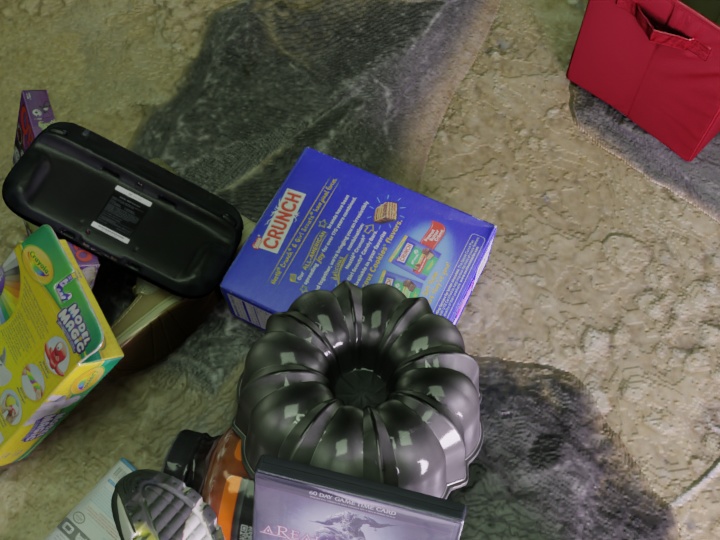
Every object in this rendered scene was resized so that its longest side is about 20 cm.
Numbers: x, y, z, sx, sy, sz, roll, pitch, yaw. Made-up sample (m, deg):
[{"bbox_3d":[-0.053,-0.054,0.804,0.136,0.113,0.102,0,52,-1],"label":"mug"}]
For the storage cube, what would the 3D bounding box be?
[{"bbox_3d":[0.338,-0.255,0.876,0.171,0.180,0.200,40,71,18],"label":"storage cube"}]

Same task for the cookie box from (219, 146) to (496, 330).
[{"bbox_3d":[0.000,0.000,0.805,0.199,0.075,0.172,25,66,11],"label":"cookie box"}]

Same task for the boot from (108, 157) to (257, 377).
[{"bbox_3d":[-0.207,-0.009,0.812,0.154,0.072,0.200,35,62,15],"label":"boot"}]

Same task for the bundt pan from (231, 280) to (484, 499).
[{"bbox_3d":[0.000,0.090,0.656,0.201,0.076,0.203,2,53,-2],"label":"bundt pan"}]

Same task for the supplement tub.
[{"bbox_3d":[-0.057,0.183,0.695,0.199,0.107,0.107,12,64,6],"label":"supplement tub"}]

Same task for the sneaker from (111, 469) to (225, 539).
[{"bbox_3d":[-0.132,0.243,0.634,0.201,0.084,0.074,59,33,1],"label":"sneaker"}]

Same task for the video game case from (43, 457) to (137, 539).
[{"bbox_3d":[-0.214,0.273,0.699,0.143,0.018,0.200,36,68,16],"label":"video game case"}]

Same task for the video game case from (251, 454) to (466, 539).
[{"bbox_3d":[-0.010,0.221,0.630,0.142,0.201,0.019,12,39,7],"label":"video game case"}]

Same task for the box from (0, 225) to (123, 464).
[{"bbox_3d":[-0.272,0.063,0.711,0.048,0.200,0.118,-9,63,-53],"label":"box"}]

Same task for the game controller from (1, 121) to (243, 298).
[{"bbox_3d":[-0.203,-0.053,0.755,0.199,0.042,0.105,27,63,-7],"label":"game controller"}]

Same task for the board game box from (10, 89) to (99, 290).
[{"bbox_3d":[-0.289,-0.054,0.809,0.032,0.120,0.201,-5,58,-35],"label":"board game box"}]
